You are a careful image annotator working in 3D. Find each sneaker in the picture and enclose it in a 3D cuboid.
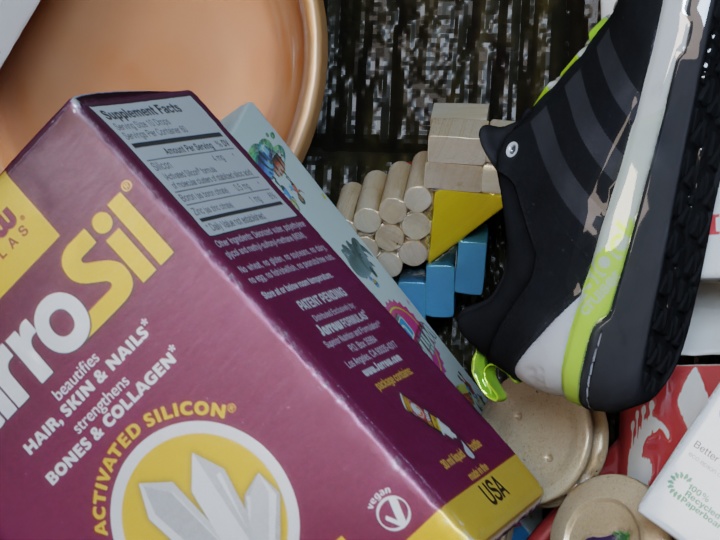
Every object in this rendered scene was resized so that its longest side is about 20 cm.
[{"bbox_3d":[0.078,-0.049,0.737,0.083,0.072,0.200,16,94,24],"label":"sneaker"}]

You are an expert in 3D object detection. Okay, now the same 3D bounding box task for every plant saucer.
[{"bbox_3d":[-0.103,-0.090,0.969,0.200,0.037,0.200,-1,87,22],"label":"plant saucer"}]

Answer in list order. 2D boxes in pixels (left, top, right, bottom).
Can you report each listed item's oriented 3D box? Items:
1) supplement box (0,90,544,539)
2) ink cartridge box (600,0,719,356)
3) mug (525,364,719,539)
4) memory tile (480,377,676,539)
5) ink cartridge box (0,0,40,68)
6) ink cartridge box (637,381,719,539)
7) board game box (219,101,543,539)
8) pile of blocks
[{"bbox_3d":[-0.055,0.052,0.761,0.200,0.103,0.131,47,107,8],"label":"supplement box"},{"bbox_3d":[0.165,-0.069,0.808,0.129,0.125,0.200,-1,88,23],"label":"ink cartridge box"},{"bbox_3d":[0.127,0.136,0.799,0.177,0.133,0.200,4,84,-14],"label":"mug"},{"bbox_3d":[0.064,0.148,0.781,0.153,0.017,0.200,-43,56,23],"label":"memory tile"},{"bbox_3d":[-0.183,-0.180,0.943,0.147,0.083,0.200,30,88,42],"label":"ink cartridge box"},{"bbox_3d":[0.184,0.025,0.710,0.099,0.039,0.200,37,106,18],"label":"ink cartridge box"},{"bbox_3d":[-0.043,0.059,0.875,0.148,0.064,0.200,-35,105,18],"label":"board game box"},{"bbox_3d":[0.000,0.000,0.914,0.200,0.062,0.082,-32,105,17],"label":"pile of blocks"}]
